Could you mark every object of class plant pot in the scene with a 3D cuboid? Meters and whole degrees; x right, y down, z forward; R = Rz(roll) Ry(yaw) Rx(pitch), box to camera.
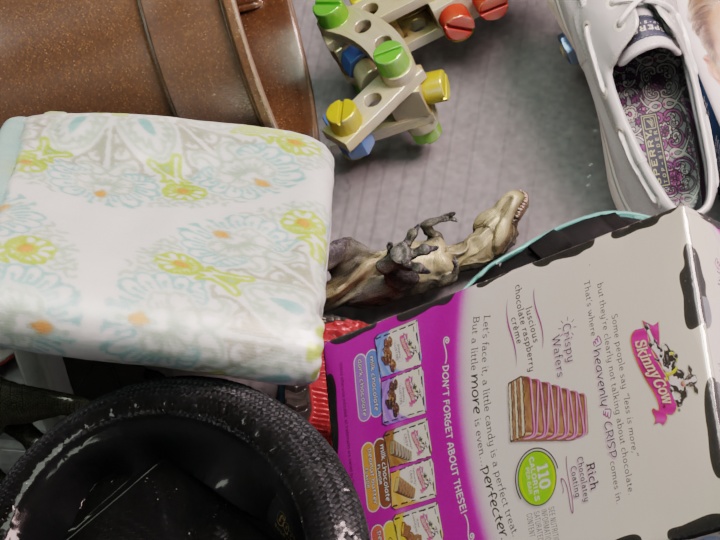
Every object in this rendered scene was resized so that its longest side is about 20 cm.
[{"bbox_3d":[-0.144,-0.119,1.209,0.198,0.200,0.201,-15,56,9],"label":"plant pot"}]

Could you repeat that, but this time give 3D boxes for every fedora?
[{"bbox_3d":[-0.075,0.146,0.969,0.200,0.092,0.201,-12,53,16],"label":"fedora"}]

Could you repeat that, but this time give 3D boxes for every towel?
[{"bbox_3d":[-0.099,-0.017,1.049,0.171,0.048,0.200,6,29,-1],"label":"towel"}]

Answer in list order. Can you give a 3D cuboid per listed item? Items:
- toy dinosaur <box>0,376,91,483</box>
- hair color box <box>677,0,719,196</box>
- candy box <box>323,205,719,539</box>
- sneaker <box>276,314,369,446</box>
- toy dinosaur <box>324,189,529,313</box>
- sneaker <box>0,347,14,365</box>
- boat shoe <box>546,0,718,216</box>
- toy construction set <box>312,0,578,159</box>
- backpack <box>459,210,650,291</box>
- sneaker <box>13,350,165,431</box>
[{"bbox_3d":[-0.204,0.068,1.075,0.200,0.102,0.077,14,61,52],"label":"toy dinosaur"},{"bbox_3d":[0.239,-0.074,1.188,0.100,0.061,0.200,-15,56,-1],"label":"hair color box"},{"bbox_3d":[0.082,0.071,0.942,0.200,0.061,0.137,-22,64,36],"label":"candy box"},{"bbox_3d":[-0.020,0.096,1.100,0.079,0.096,0.200,18,30,1],"label":"sneaker"},{"bbox_3d":[0.000,0.000,1.164,0.200,0.088,0.048,-17,75,-1],"label":"toy dinosaur"},{"bbox_3d":[-0.204,-0.004,1.173,0.200,0.116,0.078,-14,47,-4],"label":"sneaker"},{"bbox_3d":[0.146,-0.117,1.171,0.072,0.069,0.200,-8,88,-12],"label":"boat shoe"},{"bbox_3d":[0.060,-0.137,1.236,0.200,0.092,0.131,-17,46,-7],"label":"toy construction set"},{"bbox_3d":[0.128,0.080,1.050,0.176,0.153,0.200,-36,62,-5],"label":"backpack"},{"bbox_3d":[-0.111,0.060,1.121,0.099,0.071,0.200,-24,92,-16],"label":"sneaker"}]
